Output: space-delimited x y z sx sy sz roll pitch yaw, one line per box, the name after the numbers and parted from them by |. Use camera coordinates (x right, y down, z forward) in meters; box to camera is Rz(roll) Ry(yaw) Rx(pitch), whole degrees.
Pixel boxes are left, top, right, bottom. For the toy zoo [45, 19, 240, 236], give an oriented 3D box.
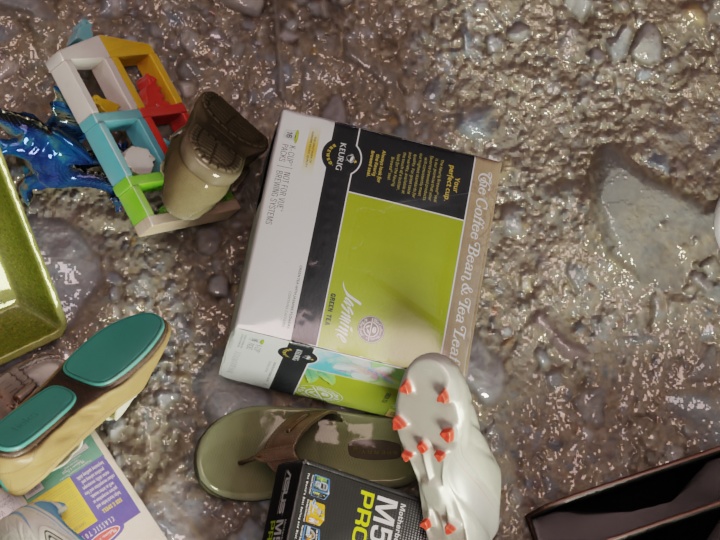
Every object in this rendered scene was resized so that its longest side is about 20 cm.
-0.190 -0.127 1.770 0.131 0.020 0.201 -13 72 -58 | toy zoo

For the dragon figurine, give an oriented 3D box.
-0.257 -0.110 1.738 0.099 0.200 0.059 -19 51 15 | dragon figurine

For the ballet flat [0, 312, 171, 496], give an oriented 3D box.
-0.229 0.109 1.703 0.068 0.063 0.200 24 49 35 | ballet flat

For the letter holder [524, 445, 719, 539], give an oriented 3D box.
0.257 0.210 1.726 0.198 0.142 0.101 -16 78 -13 | letter holder

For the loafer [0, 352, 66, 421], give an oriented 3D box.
-0.306 0.142 1.698 0.072 0.063 0.200 44 73 4 | loafer

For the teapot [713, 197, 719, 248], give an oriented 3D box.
0.434 -0.059 1.828 0.198 0.197 0.148 17 111 24 | teapot

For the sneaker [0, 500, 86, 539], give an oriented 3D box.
-0.210 0.262 1.637 0.072 0.072 0.201 -21 65 -39 | sneaker

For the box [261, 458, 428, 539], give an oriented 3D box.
-0.011 0.271 1.688 0.159 0.044 0.202 22 71 -27 | box

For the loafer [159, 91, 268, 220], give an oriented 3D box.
-0.130 -0.095 1.742 0.076 0.200 0.068 42 106 -3 | loafer

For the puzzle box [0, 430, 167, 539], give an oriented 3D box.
-0.263 0.238 1.698 0.199 0.025 0.134 -33 81 -16 | puzzle box

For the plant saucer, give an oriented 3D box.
-0.363 0.000 1.697 0.199 0.048 0.201 -25 118 -15 | plant saucer

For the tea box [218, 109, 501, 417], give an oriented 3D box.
0.000 0.000 1.742 0.195 0.134 0.202 14 68 -4 | tea box

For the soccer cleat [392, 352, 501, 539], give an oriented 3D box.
0.074 0.144 1.677 0.069 0.202 0.078 12 36 33 | soccer cleat

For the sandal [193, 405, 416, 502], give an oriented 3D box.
-0.041 0.146 1.741 0.199 0.057 0.081 -3 75 -10 | sandal
